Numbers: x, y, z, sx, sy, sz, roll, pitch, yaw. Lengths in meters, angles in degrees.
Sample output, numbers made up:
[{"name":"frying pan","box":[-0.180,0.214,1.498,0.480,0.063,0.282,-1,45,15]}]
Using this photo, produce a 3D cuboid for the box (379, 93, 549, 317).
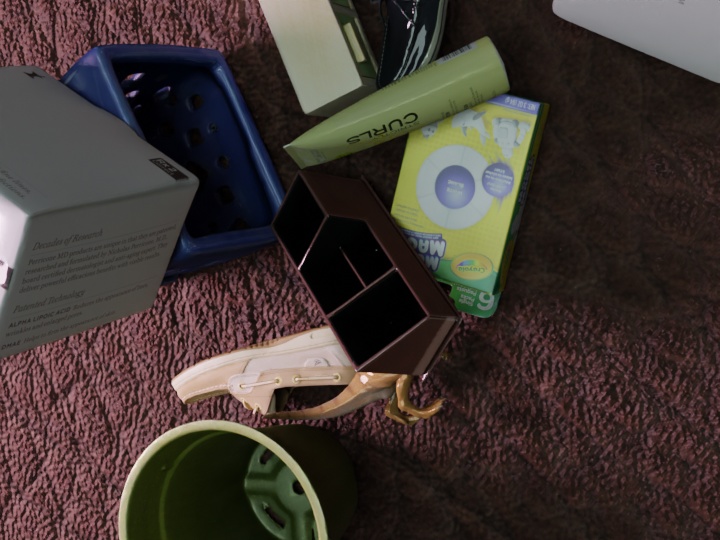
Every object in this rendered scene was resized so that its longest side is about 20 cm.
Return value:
[{"name":"box","box":[0.089,-0.065,1.156,0.116,0.048,0.203,16,101,18]}]

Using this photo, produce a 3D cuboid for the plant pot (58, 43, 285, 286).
[{"name":"plant pot","box":[-0.206,-0.079,1.187,0.178,0.199,0.202,-26,86,27]}]

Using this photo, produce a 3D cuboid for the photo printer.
[{"name":"photo printer","box":[0.264,-0.246,1.029,0.198,0.070,0.168,27,141,15]}]

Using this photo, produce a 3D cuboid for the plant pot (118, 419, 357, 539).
[{"name":"plant pot","box":[-0.087,0.220,1.167,0.197,0.190,0.204,2,95,20]}]

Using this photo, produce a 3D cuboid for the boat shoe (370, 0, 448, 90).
[{"name":"boat shoe","box":[0.044,-0.246,1.135,0.074,0.062,0.203,27,103,60]}]

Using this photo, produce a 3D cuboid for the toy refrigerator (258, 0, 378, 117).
[{"name":"toy refrigerator","box":[-0.047,-0.248,1.174,0.069,0.076,0.203,-23,86,20]}]

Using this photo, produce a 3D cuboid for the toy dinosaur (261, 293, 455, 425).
[{"name":"toy dinosaur","box":[0.019,0.101,1.173,0.200,0.060,0.106,-43,93,3]}]

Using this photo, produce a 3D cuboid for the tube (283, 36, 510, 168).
[{"name":"tube","box":[0.031,-0.137,1.102,0.198,0.052,0.058,-24,127,4]}]

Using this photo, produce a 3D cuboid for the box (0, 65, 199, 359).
[{"name":"box","box":[-0.271,-0.054,1.002,0.198,0.199,0.132,34,116,21]}]

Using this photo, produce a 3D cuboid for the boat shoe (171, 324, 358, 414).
[{"name":"boat shoe","box":[-0.087,0.105,1.219,0.197,0.074,0.070,-17,83,20]}]

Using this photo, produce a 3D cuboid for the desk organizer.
[{"name":"desk organizer","box":[0.000,0.000,1.121,0.072,0.076,0.201,-60,43,28]}]
